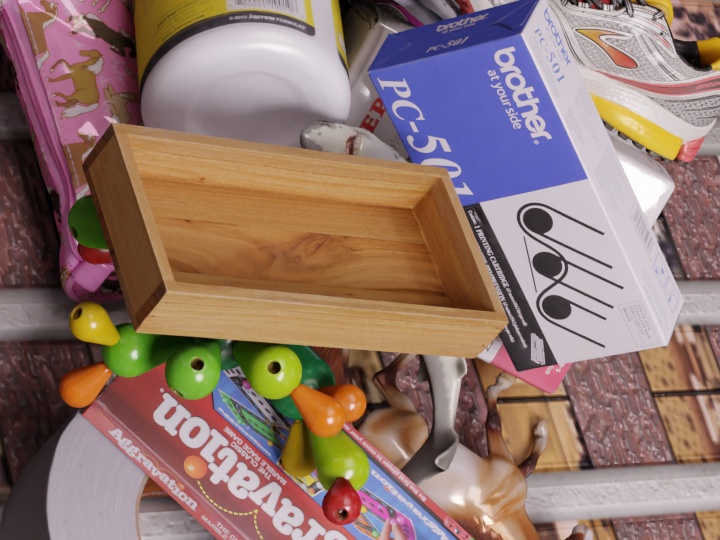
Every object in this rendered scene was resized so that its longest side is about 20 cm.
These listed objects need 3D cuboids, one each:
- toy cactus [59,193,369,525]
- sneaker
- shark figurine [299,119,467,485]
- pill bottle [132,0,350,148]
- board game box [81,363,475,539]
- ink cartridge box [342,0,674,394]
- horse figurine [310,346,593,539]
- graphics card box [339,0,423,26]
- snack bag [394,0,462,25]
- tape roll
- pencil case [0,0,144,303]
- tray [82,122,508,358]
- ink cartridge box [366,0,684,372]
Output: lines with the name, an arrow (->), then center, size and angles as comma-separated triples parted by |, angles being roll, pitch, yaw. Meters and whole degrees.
toy cactus -> -0.064, 0.032, 1.337 | 0.200, 0.102, 0.165 | 36, 28, -3
sneaker -> 0.133, -0.141, 1.554 | 0.200, 0.082, 0.078 | 26, 20, -27
shark figurine -> 0.011, 0.013, 1.440 | 0.128, 0.089, 0.215 | -35, 112, -57
pill bottle -> -0.069, -0.151, 1.465 | 0.112, 0.112, 0.200 | 17, 42, -24
board game box -> -0.038, 0.107, 1.361 | 0.200, 0.019, 0.103 | 43, 48, -2
ink cartridge box -> 0.053, -0.042, 1.513 | 0.200, 0.146, 0.085 | 28, 9, -12
horse figurine -> 0.043, 0.097, 1.490 | 0.200, 0.050, 0.133 | 28, 43, -18
graphics card box -> -0.027, -0.162, 1.616 | 0.125, 0.051, 0.200 | 42, 46, -2
snack bag -> -0.011, -0.214, 1.512 | 0.200, 0.021, 0.189 | 53, 9, 13
tape roll -> -0.080, 0.147, 1.364 | 0.200, 0.066, 0.200 | 18, 52, -24
pencil case -> -0.148, -0.080, 1.460 | 0.086, 0.083, 0.200 | -16, 69, -14
tray -> -0.030, -0.011, 1.291 | 0.200, 0.037, 0.099 | 7, 49, -37
ink cartridge box -> 0.089, -0.042, 1.416 | 0.200, 0.094, 0.044 | 63, 33, -26
